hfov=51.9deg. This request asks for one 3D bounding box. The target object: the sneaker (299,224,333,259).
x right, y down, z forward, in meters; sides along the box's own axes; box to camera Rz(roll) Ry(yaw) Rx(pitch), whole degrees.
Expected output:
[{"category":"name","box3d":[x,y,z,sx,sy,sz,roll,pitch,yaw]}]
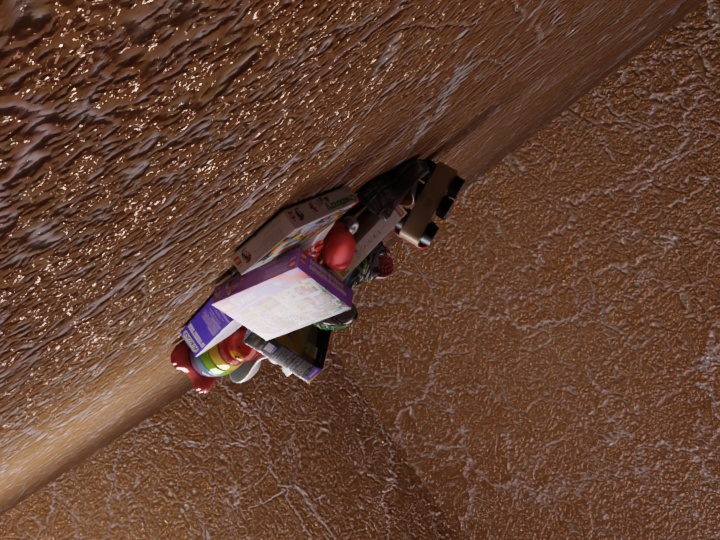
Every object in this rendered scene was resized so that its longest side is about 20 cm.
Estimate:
[{"category":"sneaker","box3d":[-0.097,-0.010,1.292,0.200,0.109,0.067,-36,177,18]}]

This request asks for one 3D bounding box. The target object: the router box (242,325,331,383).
[{"category":"router box","box3d":[-0.135,0.103,1.471,0.052,0.156,0.201,-46,-161,31]}]

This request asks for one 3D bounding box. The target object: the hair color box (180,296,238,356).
[{"category":"hair color box","box3d":[-0.254,0.081,1.399,0.109,0.065,0.200,-34,175,-41]}]

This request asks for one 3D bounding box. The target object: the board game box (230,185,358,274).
[{"category":"board game box","box3d":[-0.096,-0.065,1.129,0.126,0.035,0.200,-36,178,32]}]

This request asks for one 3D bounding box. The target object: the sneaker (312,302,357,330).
[{"category":"sneaker","box3d":[-0.093,0.041,1.369,0.079,0.198,0.085,-63,-177,-32]}]

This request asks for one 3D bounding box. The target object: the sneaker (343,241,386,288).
[{"category":"sneaker","box3d":[0.000,0.000,1.571,0.070,0.083,0.200,-20,-152,48]}]

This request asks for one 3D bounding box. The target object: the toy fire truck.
[{"category":"toy fire truck","box3d":[0.136,-0.143,1.642,0.178,0.127,0.200,-61,173,-3]}]

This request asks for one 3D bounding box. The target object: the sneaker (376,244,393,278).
[{"category":"sneaker","box3d":[-0.005,-0.012,1.667,0.198,0.082,0.074,-9,174,-41]}]

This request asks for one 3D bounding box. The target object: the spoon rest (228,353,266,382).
[{"category":"spoon rest","box3d":[-0.220,0.186,1.595,0.198,0.101,0.060,-15,150,36]}]

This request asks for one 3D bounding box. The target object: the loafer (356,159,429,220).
[{"category":"loafer","box3d":[0.074,-0.151,1.394,0.199,0.073,0.073,-34,177,-42]}]

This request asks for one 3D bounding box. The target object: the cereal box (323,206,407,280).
[{"category":"cereal box","box3d":[-0.006,-0.063,1.528,0.200,0.040,0.144,-45,-163,-13]}]

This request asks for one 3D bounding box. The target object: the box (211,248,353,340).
[{"category":"box","box3d":[-0.129,0.044,1.222,0.198,0.137,0.040,-21,-133,32]}]

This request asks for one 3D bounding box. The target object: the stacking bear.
[{"category":"stacking bear","box3d":[-0.286,0.167,1.571,0.198,0.122,0.114,-22,-153,36]}]

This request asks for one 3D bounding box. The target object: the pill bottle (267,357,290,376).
[{"category":"pill bottle","box3d":[-0.205,0.156,1.847,0.112,0.201,0.113,-35,177,-2]}]

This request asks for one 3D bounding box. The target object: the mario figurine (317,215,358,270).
[{"category":"mario figurine","box3d":[-0.078,-0.055,1.414,0.199,0.105,0.125,-19,-131,61]}]
